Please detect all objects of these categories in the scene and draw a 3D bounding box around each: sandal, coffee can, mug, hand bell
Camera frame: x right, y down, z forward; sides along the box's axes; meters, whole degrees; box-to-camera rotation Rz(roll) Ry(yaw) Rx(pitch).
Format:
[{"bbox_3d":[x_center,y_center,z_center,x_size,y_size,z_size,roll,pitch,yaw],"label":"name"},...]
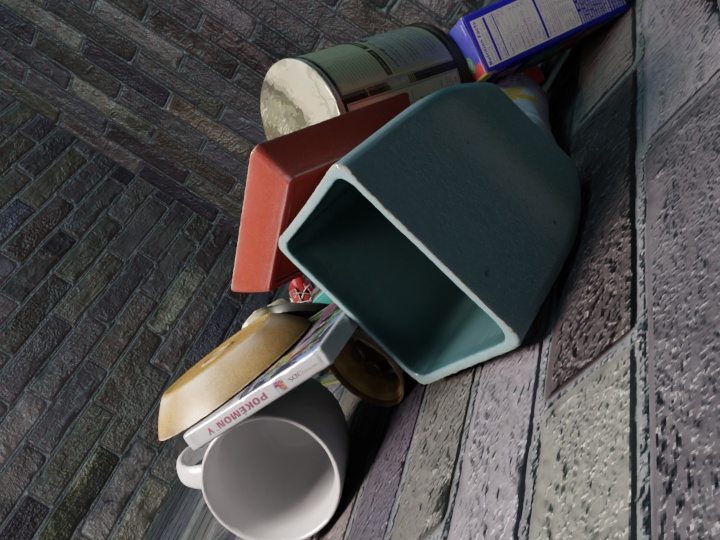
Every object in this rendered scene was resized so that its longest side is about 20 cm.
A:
[{"bbox_3d":[-0.026,0.075,0.985,0.075,0.200,0.048,-17,66,39],"label":"sandal"},{"bbox_3d":[0.008,-0.191,0.926,0.200,0.147,0.146,-26,-13,-35],"label":"coffee can"},{"bbox_3d":[-0.109,0.199,0.908,0.199,0.148,0.175,-13,13,8],"label":"mug"},{"bbox_3d":[0.055,0.048,0.925,0.200,0.104,0.104,-49,1,-36],"label":"hand bell"}]

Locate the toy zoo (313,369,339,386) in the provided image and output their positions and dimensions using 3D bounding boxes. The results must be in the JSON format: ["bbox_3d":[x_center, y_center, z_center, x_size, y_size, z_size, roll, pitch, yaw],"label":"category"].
[{"bbox_3d":[-0.065,0.131,1.046,0.200,0.131,0.021,110,147,-72],"label":"toy zoo"}]

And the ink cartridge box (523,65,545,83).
[{"bbox_3d":[0.191,-0.271,1.170,0.200,0.067,0.116,-34,13,12],"label":"ink cartridge box"}]

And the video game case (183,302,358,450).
[{"bbox_3d":[-0.071,0.089,0.828,0.182,0.023,0.200,-34,6,24],"label":"video game case"}]

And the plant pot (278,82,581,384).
[{"bbox_3d":[0.080,-0.049,0.727,0.200,0.196,0.196,-47,2,-26],"label":"plant pot"}]

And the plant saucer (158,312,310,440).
[{"bbox_3d":[-0.142,0.101,0.860,0.200,0.036,0.200,-36,6,4],"label":"plant saucer"}]

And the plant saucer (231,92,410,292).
[{"bbox_3d":[-0.033,-0.069,0.831,0.200,0.037,0.200,-26,-30,-34],"label":"plant saucer"}]

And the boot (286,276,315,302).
[{"bbox_3d":[-0.058,0.071,1.197,0.072,0.145,0.200,-28,0,-17],"label":"boot"}]

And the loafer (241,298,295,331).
[{"bbox_3d":[-0.108,0.076,1.053,0.076,0.068,0.200,-58,-18,4],"label":"loafer"}]

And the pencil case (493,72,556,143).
[{"bbox_3d":[0.173,-0.153,0.901,0.200,0.083,0.091,-72,-22,-60],"label":"pencil case"}]

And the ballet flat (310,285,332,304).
[{"bbox_3d":[0.000,0.000,0.967,0.200,0.073,0.073,-35,23,57],"label":"ballet flat"}]

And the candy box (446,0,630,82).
[{"bbox_3d":[0.196,-0.287,0.990,0.199,0.077,0.169,-26,3,-9],"label":"candy box"}]
